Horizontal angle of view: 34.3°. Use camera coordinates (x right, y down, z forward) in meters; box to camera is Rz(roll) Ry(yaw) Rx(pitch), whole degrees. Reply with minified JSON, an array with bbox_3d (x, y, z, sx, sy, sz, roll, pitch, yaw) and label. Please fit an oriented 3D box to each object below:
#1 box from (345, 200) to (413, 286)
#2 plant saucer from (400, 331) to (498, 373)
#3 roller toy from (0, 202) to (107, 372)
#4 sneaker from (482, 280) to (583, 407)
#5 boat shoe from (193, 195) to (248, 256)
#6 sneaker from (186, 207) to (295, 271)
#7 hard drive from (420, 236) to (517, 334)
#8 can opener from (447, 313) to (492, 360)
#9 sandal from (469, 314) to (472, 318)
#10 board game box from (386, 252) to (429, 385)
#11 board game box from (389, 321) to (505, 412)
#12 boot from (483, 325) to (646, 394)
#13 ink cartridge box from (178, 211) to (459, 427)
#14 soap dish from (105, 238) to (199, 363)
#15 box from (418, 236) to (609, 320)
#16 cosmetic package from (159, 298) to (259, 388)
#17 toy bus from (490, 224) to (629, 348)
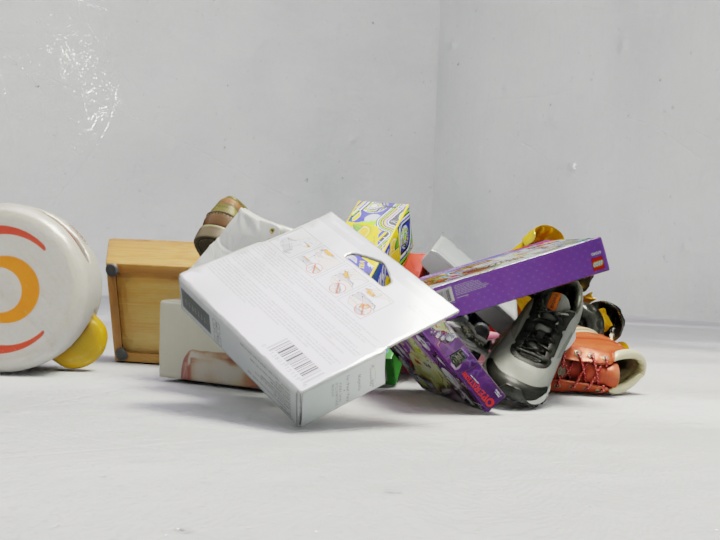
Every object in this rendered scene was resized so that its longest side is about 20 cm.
[{"bbox_3d":[0.000,0.000,1.361,0.070,0.065,0.200,6,39,19],"label":"box"},{"bbox_3d":[0.095,0.103,1.497,0.200,0.051,0.201,2,1,0],"label":"plant saucer"},{"bbox_3d":[-0.384,0.018,1.306,0.199,0.183,0.140,2,0,-4],"label":"roller toy"},{"bbox_3d":[0.182,0.069,1.211,0.074,0.080,0.200,25,35,12],"label":"sneaker"},{"bbox_3d":[-0.126,-0.001,1.328,0.072,0.068,0.200,11,-35,17],"label":"boat shoe"},{"bbox_3d":[-0.084,0.015,1.145,0.200,0.116,0.074,42,8,34],"label":"sneaker"},{"bbox_3d":[0.135,0.016,1.412,0.132,0.027,0.200,41,9,1],"label":"hard drive"},{"bbox_3d":[0.115,0.076,1.323,0.053,0.067,0.200,29,11,1],"label":"can opener"},{"bbox_3d":[0.048,0.040,1.474,0.199,0.080,0.087,1,5,12],"label":"sandal"},{"bbox_3d":[-0.011,0.051,1.383,0.152,0.040,0.200,2,37,15],"label":"board game box"},{"bbox_3d":[0.066,0.079,1.179,0.032,0.120,0.200,-37,9,-11],"label":"board game box"},{"bbox_3d":[0.229,0.103,1.301,0.199,0.075,0.107,-5,18,-38],"label":"boot"},{"bbox_3d":[-0.040,0.035,1.049,0.173,0.044,0.200,-23,43,-29],"label":"ink cartridge box"},{"bbox_3d":[-0.219,0.044,1.441,0.199,0.158,0.081,3,17,13],"label":"soap dish"},{"bbox_3d":[0.141,0.010,1.226,0.199,0.039,0.137,-16,5,-14],"label":"box"},{"bbox_3d":[-0.108,0.079,1.250,0.199,0.088,0.103,4,3,31],"label":"cosmetic package"},{"bbox_3d":[0.238,0.067,1.581,0.192,0.200,0.136,-36,-16,21],"label":"toy bus"}]
